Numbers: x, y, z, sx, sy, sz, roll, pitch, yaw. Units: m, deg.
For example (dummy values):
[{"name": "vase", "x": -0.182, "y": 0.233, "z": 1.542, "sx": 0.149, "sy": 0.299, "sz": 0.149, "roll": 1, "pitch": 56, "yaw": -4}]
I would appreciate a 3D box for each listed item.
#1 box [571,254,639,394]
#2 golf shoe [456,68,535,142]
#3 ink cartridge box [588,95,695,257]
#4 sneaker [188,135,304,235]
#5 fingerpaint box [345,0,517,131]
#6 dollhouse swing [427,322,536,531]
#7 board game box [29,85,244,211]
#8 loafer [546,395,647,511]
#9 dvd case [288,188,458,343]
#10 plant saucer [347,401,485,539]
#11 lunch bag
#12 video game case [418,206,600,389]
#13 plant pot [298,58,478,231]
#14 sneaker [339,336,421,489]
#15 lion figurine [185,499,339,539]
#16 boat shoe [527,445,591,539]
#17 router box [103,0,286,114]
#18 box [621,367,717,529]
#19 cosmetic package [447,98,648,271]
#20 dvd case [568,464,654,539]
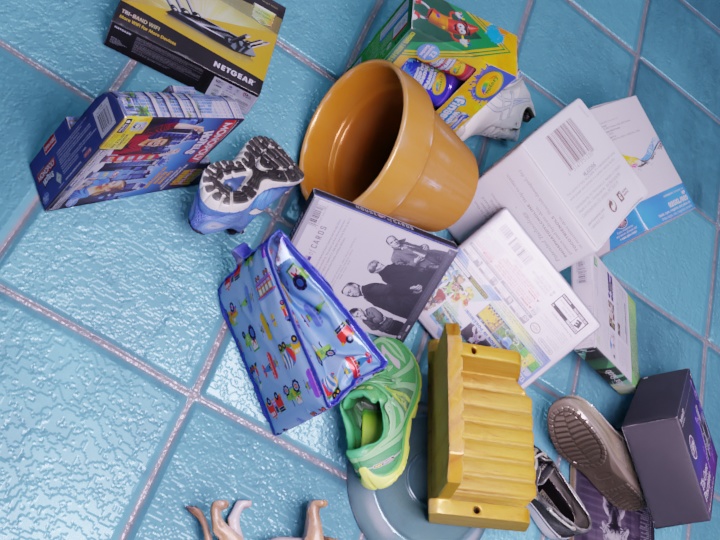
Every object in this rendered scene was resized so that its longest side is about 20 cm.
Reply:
[{"name": "box", "x": 0.353, "y": 0.078, "z": 1.166, "sx": 0.199, "sy": 0.036, "sz": 0.147, "roll": 36, "pitch": 52, "yaw": -45}, {"name": "golf shoe", "x": 0.210, "y": -0.234, "z": 1.248, "sx": 0.200, "sy": 0.078, "sz": 0.098, "roll": -41, "pitch": 98, "yaw": -35}, {"name": "ink cartridge box", "x": 0.383, "y": -0.140, "z": 1.262, "sx": 0.143, "sy": 0.147, "sz": 0.202, "roll": -21, "pitch": 81, "yaw": -35}, {"name": "sneaker", "x": -0.142, "y": -0.098, "z": 0.981, "sx": 0.079, "sy": 0.089, "sz": 0.200, "roll": 48, "pitch": 35, "yaw": 4}, {"name": "fingerpaint box", "x": 0.091, "y": -0.267, "z": 1.111, "sx": 0.165, "sy": 0.200, "sz": 0.075, "roll": 17, "pitch": 62, "yaw": -23}, {"name": "dollhouse swing", "x": 0.151, "y": 0.173, "z": 0.923, "sx": 0.179, "sy": 0.176, "sz": 0.203, "roll": 10, "pitch": 63, "yaw": -14}, {"name": "board game box", "x": -0.228, "y": -0.142, "z": 0.900, "sx": 0.198, "sy": 0.199, "sz": 0.063, "roll": -12, "pitch": 76, "yaw": -48}, {"name": "loafer", "x": 0.321, "y": 0.237, "z": 1.093, "sx": 0.201, "sy": 0.075, "sz": 0.069, "roll": 52, "pitch": 42, "yaw": -16}, {"name": "dvd case", "x": 0.000, "y": 0.000, "z": 0.983, "sx": 0.197, "sy": 0.152, "sz": 0.025, "roll": 20, "pitch": 27, "yaw": -22}, {"name": "plant saucer", "x": 0.079, "y": 0.253, "z": 0.977, "sx": 0.197, "sy": 0.027, "sz": 0.203, "roll": 11, "pitch": 63, "yaw": -21}, {"name": "lunch bag", "x": -0.087, "y": 0.061, "z": 0.895, "sx": 0.094, "sy": 0.150, "sz": 0.202, "roll": -31, "pitch": 87, "yaw": -36}, {"name": "video game case", "x": 0.183, "y": 0.052, "z": 1.066, "sx": 0.182, "sy": 0.022, "sz": 0.201, "roll": -40, "pitch": 93, "yaw": 8}, {"name": "plant pot", "x": 0.050, "y": -0.138, "z": 1.051, "sx": 0.182, "sy": 0.199, "sz": 0.203, "roll": 22, "pitch": 59, "yaw": -38}, {"name": "sneaker", "x": 0.023, "y": 0.149, "z": 0.941, "sx": 0.084, "sy": 0.073, "sz": 0.202, "roll": 53, "pitch": 29, "yaw": -35}, {"name": "lion figurine", "x": -0.086, "y": 0.304, "z": 0.851, "sx": 0.196, "sy": 0.072, "sz": 0.125, "roll": 4, "pitch": 74, "yaw": -14}, {"name": "boat shoe", "x": 0.221, "y": 0.256, "z": 1.045, "sx": 0.201, "sy": 0.064, "sz": 0.071, "roll": 50, "pitch": 55, "yaw": 0}, {"name": "router box", "x": -0.207, "y": -0.316, "z": 1.047, "sx": 0.198, "sy": 0.052, "sz": 0.159, "roll": 23, "pitch": 59, "yaw": -21}, {"name": "box", "x": 0.425, "y": 0.235, "z": 1.106, "sx": 0.199, "sy": 0.078, "sz": 0.143, "roll": -26, "pitch": 95, "yaw": -62}, {"name": "cosmetic package", "x": 0.250, "y": -0.095, "z": 1.130, "sx": 0.167, "sy": 0.200, "sz": 0.167, "roll": -38, "pitch": 91, "yaw": -36}, {"name": "dvd case", "x": 0.347, "y": 0.328, "z": 1.119, "sx": 0.147, "sy": 0.016, "sz": 0.203, "roll": 22, "pitch": 58, "yaw": -21}]
